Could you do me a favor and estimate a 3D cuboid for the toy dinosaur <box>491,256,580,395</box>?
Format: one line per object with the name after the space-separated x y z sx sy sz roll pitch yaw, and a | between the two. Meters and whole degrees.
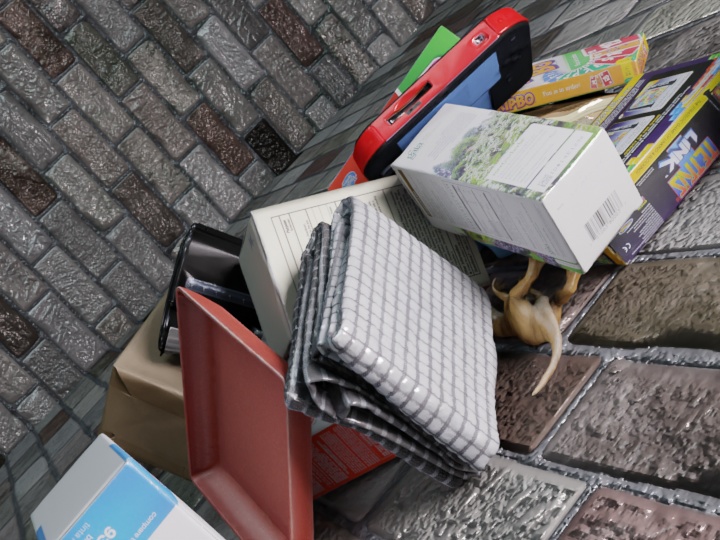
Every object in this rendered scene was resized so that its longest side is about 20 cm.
0.146 0.037 0.803 0.200 0.059 0.108 -154 82 -80 | toy dinosaur

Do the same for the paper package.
-0.166 0.127 1.097 0.201 0.188 0.105 -68 -2 -63 | paper package

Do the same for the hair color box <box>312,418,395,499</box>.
-0.009 0.134 0.909 0.199 0.064 0.111 -33 17 34 | hair color box

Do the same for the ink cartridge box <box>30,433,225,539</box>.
-0.133 0.221 0.716 0.084 0.200 0.145 -49 15 -17 | ink cartridge box

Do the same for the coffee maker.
-0.095 0.018 1.034 0.135 0.197 0.195 128 159 -67 | coffee maker

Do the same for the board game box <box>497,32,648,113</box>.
0.201 -0.202 1.054 0.197 0.030 0.096 -14 23 28 | board game box

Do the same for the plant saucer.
-0.094 0.134 0.833 0.036 0.203 0.199 -14 27 -31 | plant saucer

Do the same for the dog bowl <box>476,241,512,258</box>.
0.140 -0.061 1.082 0.112 0.050 0.199 -51 15 -28 | dog bowl

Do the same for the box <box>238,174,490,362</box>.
0.000 0.000 0.928 0.197 0.130 0.109 -15 -17 -19 | box

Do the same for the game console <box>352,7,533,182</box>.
0.084 -0.149 0.944 0.199 0.031 0.177 -42 -18 4 | game console

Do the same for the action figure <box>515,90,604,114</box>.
0.185 -0.152 1.128 0.198 0.103 0.119 -30 13 -11 | action figure

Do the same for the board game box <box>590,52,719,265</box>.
0.241 -0.096 0.886 0.200 0.057 0.165 -47 12 -8 | board game box

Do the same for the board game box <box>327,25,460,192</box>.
0.053 -0.151 1.067 0.201 0.040 0.153 -55 -10 8 | board game box

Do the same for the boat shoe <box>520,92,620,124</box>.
0.214 -0.137 1.007 0.197 0.066 0.072 -19 14 -25 | boat shoe

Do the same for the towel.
0.026 0.056 0.764 0.085 0.165 0.201 -42 24 28 | towel

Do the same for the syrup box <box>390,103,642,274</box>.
0.121 -0.072 0.812 0.079 0.082 0.199 -47 32 -14 | syrup box
